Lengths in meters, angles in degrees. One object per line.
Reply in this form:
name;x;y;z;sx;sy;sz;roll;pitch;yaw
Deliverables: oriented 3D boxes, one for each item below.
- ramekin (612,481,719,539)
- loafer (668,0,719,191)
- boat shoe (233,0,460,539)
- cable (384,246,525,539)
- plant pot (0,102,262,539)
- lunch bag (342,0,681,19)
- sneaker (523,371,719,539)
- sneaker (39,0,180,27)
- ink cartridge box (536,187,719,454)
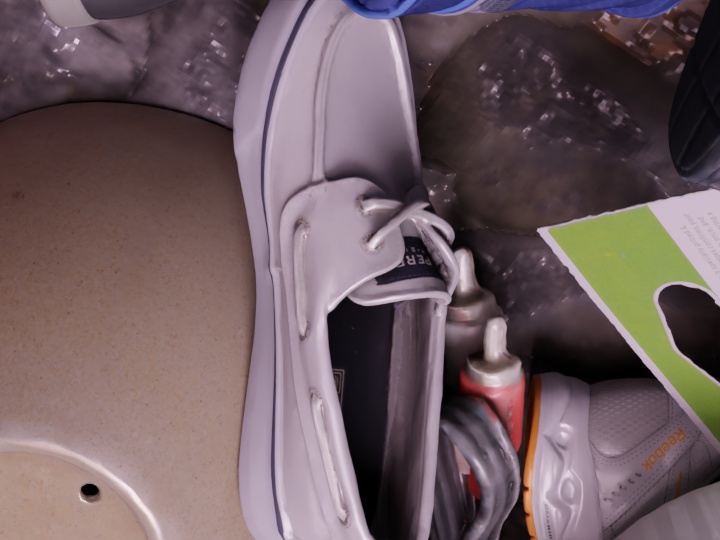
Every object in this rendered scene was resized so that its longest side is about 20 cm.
ramekin;0.149;0.163;0.882;0.199;0.105;0.201;-2;113;-4
loafer;0.165;-0.092;0.731;0.072;0.073;0.200;26;121;-25
boat shoe;0.000;0.000;0.856;0.066;0.072;0.201;3;86;49
cable;0.047;0.087;0.938;0.050;0.097;0.201;-23;124;-13
plant pot;-0.094;0.060;0.921;0.199;0.135;0.201;5;121;9
lunch bag;0.045;-0.171;0.722;0.136;0.132;0.201;48;128;32
sneaker;0.117;0.126;0.952;0.091;0.076;0.201;-7;120;11
sneaker;-0.071;-0.180;0.818;0.106;0.075;0.201;-11;121;8
ink cartridge box;0.179;-0.019;0.827;0.199;0.076;0.148;-14;135;33
